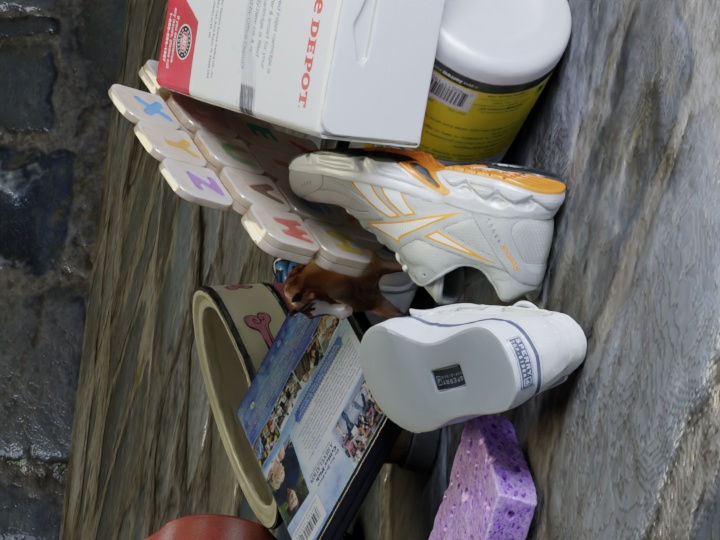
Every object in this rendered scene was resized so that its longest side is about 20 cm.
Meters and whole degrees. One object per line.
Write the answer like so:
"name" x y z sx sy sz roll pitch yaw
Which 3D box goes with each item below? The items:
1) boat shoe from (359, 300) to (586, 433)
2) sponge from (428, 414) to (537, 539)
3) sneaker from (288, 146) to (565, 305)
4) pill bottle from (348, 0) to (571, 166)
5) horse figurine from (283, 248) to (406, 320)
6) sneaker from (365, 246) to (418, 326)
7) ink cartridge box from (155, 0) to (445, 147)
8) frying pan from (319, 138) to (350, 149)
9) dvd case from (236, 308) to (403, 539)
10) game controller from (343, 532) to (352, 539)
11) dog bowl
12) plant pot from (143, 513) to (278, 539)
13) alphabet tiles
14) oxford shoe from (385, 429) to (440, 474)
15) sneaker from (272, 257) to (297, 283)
"boat shoe" 0.075 0.049 1.444 0.202 0.086 0.075 -17 91 63
"sponge" 0.062 0.199 1.477 0.112 0.030 0.201 -106 30 -63
"sneaker" 0.034 -0.027 1.503 0.199 0.076 0.093 12 101 35
"pill bottle" 0.057 -0.119 1.575 0.200 0.112 0.113 119 158 -53
"horse figurine" 0.008 -0.024 1.662 0.050 0.132 0.201 111 164 -45
"sneaker" 0.000 0.000 1.788 0.200 0.077 0.100 -101 23 -72
"ink cartridge box" -0.037 -0.168 1.505 0.200 0.083 0.145 22 105 53
"frying pan" -0.011 -0.106 1.767 0.190 0.031 0.116 -98 22 -67
"dvd case" -0.027 0.097 1.650 0.143 0.017 0.200 -61 28 19
"game controller" -0.026 0.277 1.771 0.201 0.042 0.105 -95 20 -52
"dog bowl" -0.068 0.100 1.882 0.200 0.073 0.201 163 90 -76
"plant pot" -0.122 0.311 1.866 0.196 0.199 0.201 -82 10 -50
"alphabet tiles" -0.072 -0.070 1.573 0.015 0.195 0.200 -53 49 20
"oxford shoe" -0.001 0.090 1.721 0.200 0.084 0.073 -139 59 -77
"sneaker" -0.030 0.029 1.912 0.200 0.078 0.066 -122 47 -70
